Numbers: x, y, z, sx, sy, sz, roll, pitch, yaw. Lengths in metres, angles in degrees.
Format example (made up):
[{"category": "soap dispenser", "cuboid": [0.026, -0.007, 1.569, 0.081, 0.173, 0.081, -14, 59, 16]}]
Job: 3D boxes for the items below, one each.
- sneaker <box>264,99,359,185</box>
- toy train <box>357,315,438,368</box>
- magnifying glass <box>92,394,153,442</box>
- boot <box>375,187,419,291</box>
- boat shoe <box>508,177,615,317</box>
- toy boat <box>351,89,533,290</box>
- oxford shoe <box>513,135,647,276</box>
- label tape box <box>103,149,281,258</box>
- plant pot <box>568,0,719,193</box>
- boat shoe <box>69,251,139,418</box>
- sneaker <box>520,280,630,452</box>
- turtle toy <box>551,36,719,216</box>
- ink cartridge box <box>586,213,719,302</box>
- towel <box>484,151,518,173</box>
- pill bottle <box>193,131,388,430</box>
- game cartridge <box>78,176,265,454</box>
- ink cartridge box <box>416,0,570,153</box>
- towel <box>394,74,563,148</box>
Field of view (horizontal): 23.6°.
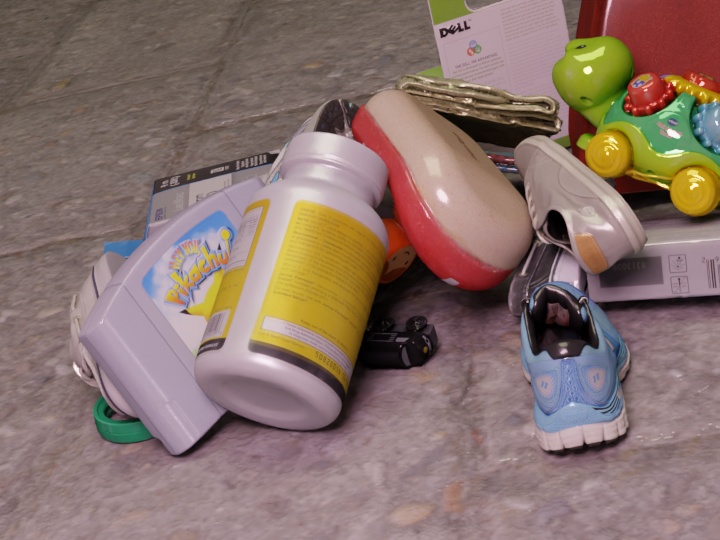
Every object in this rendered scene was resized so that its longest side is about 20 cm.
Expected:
[{"category": "sneaker", "cuboid": [-0.053, -0.044, 1.425, 0.086, 0.077, 0.201, -23, 36, 55]}, {"category": "toy train", "cuboid": [-0.034, 0.060, 1.350, 0.198, 0.034, 0.046, -2, 34, 27]}, {"category": "magnifying glass", "cuboid": [-0.173, 0.087, 1.388, 0.079, 0.023, 0.200, -14, 22, 0]}, {"category": "boot", "cuboid": [0.000, 0.000, 1.449, 0.073, 0.076, 0.200, 24, 55, 35]}, {"category": "boat shoe", "cuboid": [0.163, -0.025, 1.384, 0.070, 0.073, 0.200, -1, 26, 20]}, {"category": "toy boat", "cuboid": [0.046, -0.045, 1.366, 0.131, 0.130, 0.200, -51, 32, 13]}, {"category": "oxford shoe", "cuboid": [0.150, -0.050, 1.299, 0.058, 0.075, 0.200, -37, 26, -1]}, {"category": "label tape box", "cuboid": [-0.162, -0.048, 1.661, 0.198, 0.067, 0.143, -12, 21, 0]}, {"category": "plant pot", "cuboid": [0.285, -0.191, 1.565, 0.197, 0.178, 0.200, -6, 22, 6]}, {"category": "boat shoe", "cuboid": [-0.198, 0.060, 1.353, 0.066, 0.072, 0.201, -44, 35, 14]}, {"category": "sneaker", "cuboid": [0.147, 0.044, 1.190, 0.077, 0.091, 0.200, -12, 20, 4]}, {"category": "turtle toy", "cuboid": [0.242, -0.120, 1.404, 0.199, 0.102, 0.145, 26, 14, 18]}, {"category": "ink cartridge box", "cuboid": [0.278, -0.015, 1.357, 0.158, 0.048, 0.200, -5, 6, 23]}, {"category": "towel", "cuboid": [0.113, -0.102, 1.559, 0.145, 0.022, 0.200, 6, 5, 13]}, {"category": "pill bottle", "cuboid": [-0.043, 0.005, 1.256, 0.111, 0.112, 0.202, 1, 61, 33]}, {"category": "game cartridge", "cuboid": [-0.113, 0.024, 1.293, 0.200, 0.134, 0.040, -46, 13, -34]}, {"category": "ink cartridge box", "cuboid": [0.131, -0.208, 1.693, 0.146, 0.202, 0.076, -19, 21, -16]}, {"category": "towel", "cuboid": [0.096, -0.141, 1.509, 0.147, 0.037, 0.200, 11, -2, -3]}]
